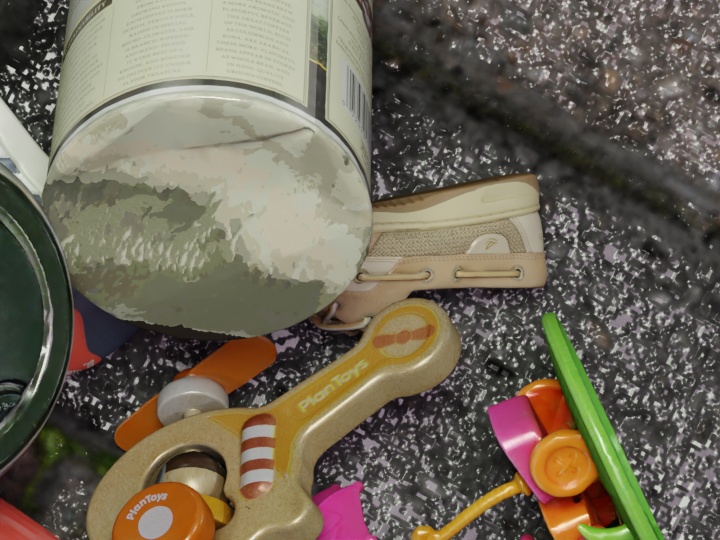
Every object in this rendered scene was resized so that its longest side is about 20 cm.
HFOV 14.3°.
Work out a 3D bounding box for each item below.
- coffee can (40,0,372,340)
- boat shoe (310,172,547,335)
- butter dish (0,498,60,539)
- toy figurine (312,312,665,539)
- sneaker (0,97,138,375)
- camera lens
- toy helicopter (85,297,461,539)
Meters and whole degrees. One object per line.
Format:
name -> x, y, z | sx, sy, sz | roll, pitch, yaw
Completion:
coffee can -> -0.066, -0.089, 1.309 | 0.146, 0.147, 0.200 | 8, 43, -7
boat shoe -> 0.000, 0.000, 1.387 | 0.199, 0.071, 0.065 | -11, 95, -18
butter dish -> -0.194, 0.168, 1.284 | 0.200, 0.148, 0.200 | 33, 57, 4
toy figurine -> 0.053, 0.146, 1.382 | 0.184, 0.150, 0.200 | -26, 116, 5
sneaker -> -0.188, -0.031, 1.371 | 0.084, 0.075, 0.200 | -43, 92, -13
camera lens -> -0.232, 0.019, 1.249 | 0.160, 0.200, 0.161 | -2, 94, -37
toy helicopter -> -0.043, 0.076, 1.352 | 0.200, 0.132, 0.079 | -35, 134, -4
